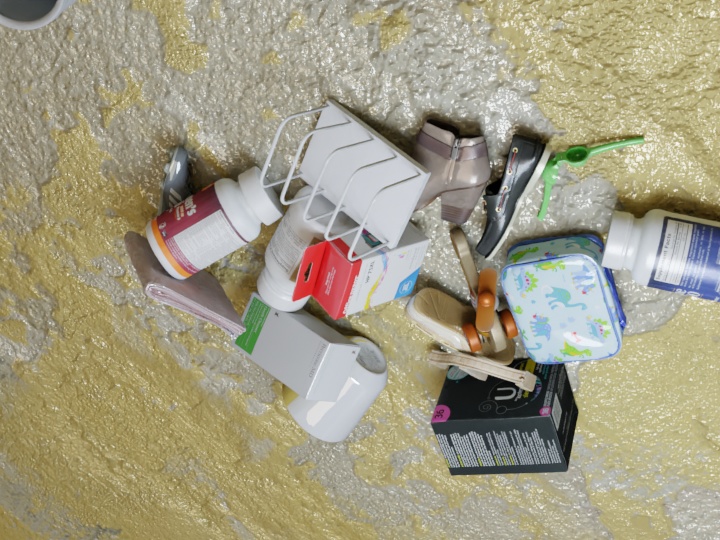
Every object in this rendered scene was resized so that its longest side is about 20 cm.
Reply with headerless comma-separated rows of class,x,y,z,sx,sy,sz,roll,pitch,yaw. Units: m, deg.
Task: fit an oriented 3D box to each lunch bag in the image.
lunch bag,0.313,0.046,1.527,0.161,0.082,0.200,-10,119,27

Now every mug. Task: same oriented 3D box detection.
mug,-0.046,0.181,1.722,0.186,0.149,0.153,35,120,-14

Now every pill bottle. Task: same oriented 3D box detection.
pill bottle,0.447,-0.024,1.410,0.200,0.111,0.111,13,127,12
pill bottle,-0.229,-0.078,1.589,0.200,0.110,0.110,-30,112,7
pill bottle,-0.089,-0.030,1.602,0.114,0.114,0.200,31,128,-3

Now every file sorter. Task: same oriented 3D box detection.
file sorter,-0.031,-0.130,1.456,0.200,0.124,0.139,39,125,21

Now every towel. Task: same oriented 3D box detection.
towel,-0.292,0.024,1.642,0.191,0.200,0.032,32,99,-34

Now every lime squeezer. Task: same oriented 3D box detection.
lime squeezer,0.305,-0.142,1.428,0.071,0.038,0.200,42,126,-11

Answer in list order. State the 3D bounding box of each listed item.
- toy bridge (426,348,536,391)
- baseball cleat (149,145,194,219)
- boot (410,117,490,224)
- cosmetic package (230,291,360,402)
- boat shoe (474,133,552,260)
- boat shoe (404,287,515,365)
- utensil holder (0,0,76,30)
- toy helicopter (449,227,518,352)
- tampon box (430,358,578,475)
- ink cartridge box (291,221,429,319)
toy bridge,0.183,0.155,1.622,0.200,0.027,0.067,10,166,43
baseball cleat,-0.286,-0.118,1.656,0.106,0.070,0.200,16,133,-8
boot,0.095,-0.154,1.486,0.200,0.070,0.146,12,119,15
cosmetic package,-0.109,0.125,1.663,0.200,0.085,0.108,29,100,39
boat shoe,0.210,-0.107,1.464,0.063,0.074,0.202,21,122,-1
boat shoe,0.160,0.095,1.632,0.200,0.074,0.069,33,152,-14
utensil holder,-0.430,-0.447,1.383,0.170,0.200,0.170,10,126,14
toy helicopter,0.177,0.029,1.531,0.079,0.132,0.200,-21,86,1
tampon box,0.238,0.239,1.646,0.200,0.150,0.126,-7,122,24
ink cartridge box,0.000,0.000,1.537,0.067,0.200,0.116,45,136,32
